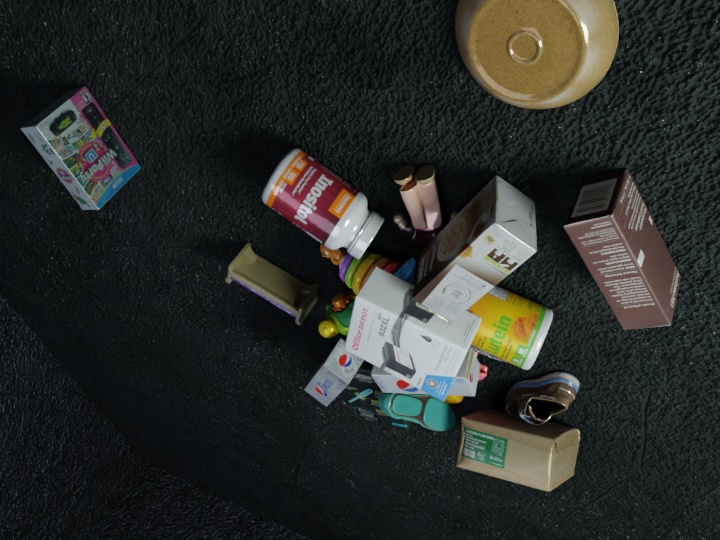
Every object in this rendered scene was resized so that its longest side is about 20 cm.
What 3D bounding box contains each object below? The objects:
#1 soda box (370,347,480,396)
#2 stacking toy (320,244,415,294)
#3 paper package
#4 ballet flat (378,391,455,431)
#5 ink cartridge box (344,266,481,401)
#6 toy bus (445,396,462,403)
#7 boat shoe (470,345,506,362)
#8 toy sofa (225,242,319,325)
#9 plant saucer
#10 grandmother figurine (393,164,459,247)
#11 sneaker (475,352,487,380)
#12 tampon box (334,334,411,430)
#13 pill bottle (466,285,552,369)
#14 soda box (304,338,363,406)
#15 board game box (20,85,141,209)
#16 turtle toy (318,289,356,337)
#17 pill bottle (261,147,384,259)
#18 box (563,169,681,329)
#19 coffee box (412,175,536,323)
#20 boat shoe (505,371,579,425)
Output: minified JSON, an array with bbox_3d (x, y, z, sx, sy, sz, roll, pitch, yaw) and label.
[{"bbox_3d":[0.124,0.192,1.188,0.197,0.069,0.064,-3,136,30],"label":"soda box"},{"bbox_3d":[0.000,0.000,1.179,0.199,0.116,0.111,32,144,22],"label":"stacking toy"},{"bbox_3d":[0.320,0.358,1.258,0.197,0.105,0.190,7,177,33],"label":"paper package"},{"bbox_3d":[0.114,0.285,1.293,0.198,0.068,0.070,24,170,-36],"label":"ballet flat"},{"bbox_3d":[0.083,0.107,1.044,0.198,0.084,0.146,26,137,12],"label":"ink cartridge box"},{"bbox_3d":[0.147,0.200,1.300,0.064,0.079,0.201,-13,125,39],"label":"toy bus"},{"bbox_3d":[0.215,0.119,1.163,0.197,0.072,0.065,23,139,4],"label":"boat shoe"},{"bbox_3d":[-0.196,0.037,1.378,0.198,0.083,0.098,30,144,5],"label":"toy sofa"},{"bbox_3d":[0.200,-0.273,0.739,0.198,0.036,0.202,21,142,17],"label":"plant saucer"},{"bbox_3d":[0.109,-0.076,1.027,0.120,0.061,0.202,13,138,40],"label":"grandmother figurine"},{"bbox_3d":[0.189,0.154,1.241,0.086,0.074,0.201,-18,125,32],"label":"sneaker"},{"bbox_3d":[0.042,0.232,1.380,0.148,0.127,0.202,5,136,36],"label":"tampon box"},{"bbox_3d":[0.219,0.080,1.074,0.198,0.112,0.112,24,144,13],"label":"pill bottle"},{"bbox_3d":[-0.055,0.209,1.250,0.063,0.069,0.200,35,152,1],"label":"soda box"},{"bbox_3d":[-0.569,-0.250,1.278,0.063,0.148,0.201,2,135,32],"label":"board game box"},{"bbox_3d":[0.018,0.094,1.247,0.197,0.145,0.103,17,102,21],"label":"turtle toy"},{"bbox_3d":[-0.061,-0.111,1.070,0.199,0.114,0.113,34,145,-2],"label":"pill bottle"},{"bbox_3d":[0.362,-0.024,0.849,0.074,0.101,0.201,-11,126,45],"label":"box"},{"bbox_3d":[0.170,-0.028,0.941,0.079,0.115,0.200,30,132,-14],"label":"coffee box"},{"bbox_3d":[0.343,0.260,1.222,0.072,0.073,0.200,34,145,-3],"label":"boat shoe"}]
